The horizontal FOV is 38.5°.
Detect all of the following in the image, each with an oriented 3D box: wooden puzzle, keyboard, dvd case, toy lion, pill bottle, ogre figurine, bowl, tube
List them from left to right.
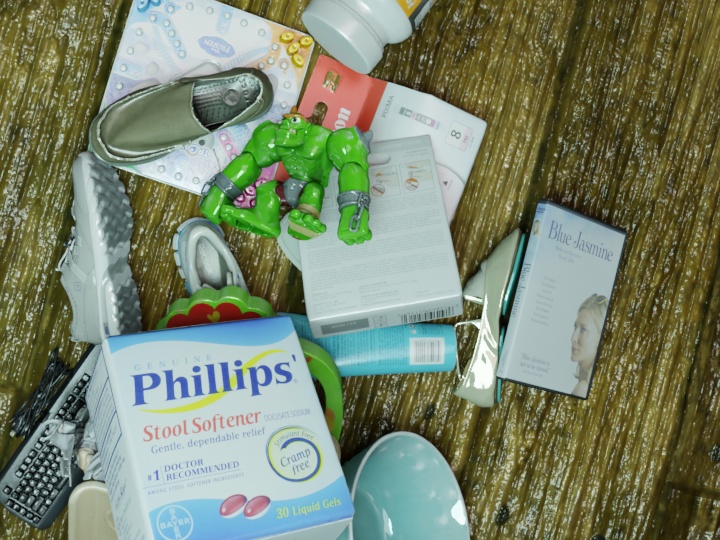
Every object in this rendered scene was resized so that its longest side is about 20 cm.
[{"bbox_3d":[-0.312,0.165,1.071,0.103,0.040,0.202,35,84,-10],"label":"keyboard"},{"bbox_3d":[-0.192,0.271,1.039,0.196,0.187,0.047,12,49,-6],"label":"wooden puzzle"},{"bbox_3d":[-0.114,0.110,1.053,0.196,0.069,0.195,3,113,-2],"label":"toy lion"},{"bbox_3d":[-0.066,-0.093,1.039,0.098,0.198,0.122,33,68,-37],"label":"ogre figurine"},{"bbox_3d":[0.006,0.084,1.126,0.196,0.051,0.079,1,63,-9],"label":"tube"},{"bbox_3d":[0.018,0.278,1.079,0.199,0.104,0.205,23,58,-43],"label":"bowl"},{"bbox_3d":[0.033,-0.316,1.088,0.116,0.116,0.201,38,84,-9],"label":"pill bottle"},{"bbox_3d":[0.229,0.036,1.154,0.141,0.017,0.204,16,87,-35],"label":"dvd case"}]

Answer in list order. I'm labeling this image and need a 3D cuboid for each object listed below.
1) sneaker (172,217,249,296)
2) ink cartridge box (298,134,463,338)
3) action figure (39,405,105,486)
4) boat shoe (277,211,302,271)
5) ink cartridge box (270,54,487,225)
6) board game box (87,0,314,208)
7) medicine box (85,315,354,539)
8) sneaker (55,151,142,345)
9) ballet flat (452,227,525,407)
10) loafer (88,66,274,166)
[{"bbox_3d":[-0.142,0.042,1.078,0.074,0.087,0.203,-26,97,-11],"label":"sneaker"},{"bbox_3d":[0.014,-0.038,1.078,0.157,0.048,0.203,-9,60,2],"label":"ink cartridge box"},{"bbox_3d":[-0.208,0.162,0.988,0.196,0.131,0.070,9,124,-7],"label":"action figure"},{"bbox_3d":[0.000,0.000,1.115,0.198,0.060,0.076,32,85,8],"label":"boat shoe"},{"bbox_3d":[0.021,-0.125,1.125,0.197,0.057,0.165,23,87,-15],"label":"ink cartridge box"},{"bbox_3d":[-0.168,-0.187,1.096,0.197,0.026,0.204,18,88,-10],"label":"board game box"},{"bbox_3d":[-0.127,0.158,0.902,0.179,0.103,0.203,-6,59,-29],"label":"medicine box"},{"bbox_3d":[-0.281,-0.019,1.053,0.080,0.075,0.204,-5,90,16],"label":"sneaker"},{"bbox_3d":[0.138,0.050,1.146,0.068,0.069,0.204,9,90,-11],"label":"ballet flat"},{"bbox_3d":[-0.181,-0.164,1.044,0.197,0.070,0.076,-23,94,-9],"label":"loafer"}]
